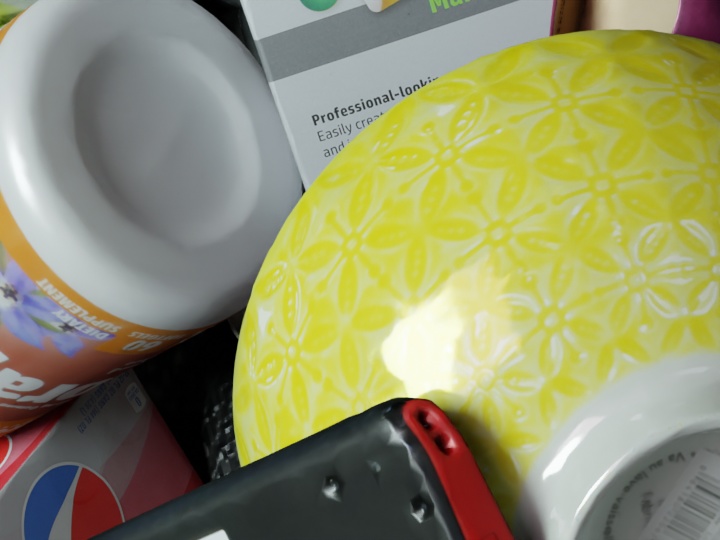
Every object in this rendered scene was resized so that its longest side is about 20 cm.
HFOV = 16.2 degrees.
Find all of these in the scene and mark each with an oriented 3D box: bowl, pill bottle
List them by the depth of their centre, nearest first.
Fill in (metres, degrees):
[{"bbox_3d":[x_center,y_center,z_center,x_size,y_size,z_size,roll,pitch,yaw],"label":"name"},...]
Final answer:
[{"bbox_3d":[0.074,0.048,0.657,0.201,0.200,0.108,-59,24,14],"label":"bowl"},{"bbox_3d":[-0.118,-0.007,0.821,0.200,0.112,0.113,-28,64,46],"label":"pill bottle"}]

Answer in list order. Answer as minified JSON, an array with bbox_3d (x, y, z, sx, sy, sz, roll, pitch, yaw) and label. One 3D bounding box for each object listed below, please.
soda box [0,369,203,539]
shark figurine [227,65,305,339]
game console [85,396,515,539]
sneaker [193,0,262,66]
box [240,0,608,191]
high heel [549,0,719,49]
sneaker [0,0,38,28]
[{"bbox_3d":[-0.133,0.114,0.843,0.063,0.200,0.070,-13,117,37],"label":"soda box"},{"bbox_3d":[0.007,0.020,0.809,0.214,0.089,0.129,37,113,37],"label":"shark figurine"},{"bbox_3d":[-0.013,0.141,0.659,0.200,0.031,0.178,-27,85,39],"label":"game console"},{"bbox_3d":[-0.096,-0.038,0.917,0.121,0.083,0.201,38,105,48],"label":"sneaker"},{"bbox_3d":[0.029,-0.131,0.744,0.155,0.041,0.201,-17,104,4],"label":"box"},{"bbox_3d":[0.061,-0.100,0.683,0.067,0.096,0.201,13,94,49],"label":"high heel"},{"bbox_3d":[-0.116,-0.135,0.843,0.200,0.076,0.106,-27,68,43],"label":"sneaker"}]
